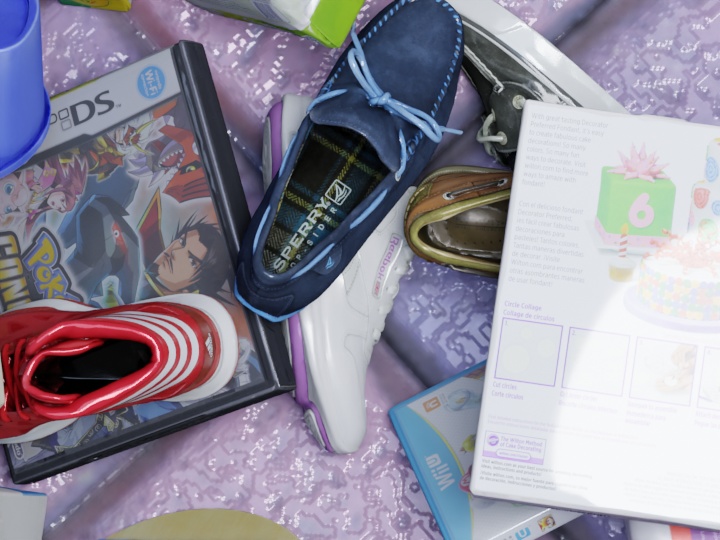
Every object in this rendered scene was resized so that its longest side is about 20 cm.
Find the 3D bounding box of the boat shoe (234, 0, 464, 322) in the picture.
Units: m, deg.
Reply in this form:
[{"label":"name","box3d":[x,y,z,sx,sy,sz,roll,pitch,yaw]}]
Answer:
[{"label":"boat shoe","box3d":[0.003,-0.062,1.380,0.084,0.069,0.201,24,76,1]}]

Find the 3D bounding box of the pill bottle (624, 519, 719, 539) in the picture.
[{"label":"pill bottle","box3d":[0.241,0.133,1.377,0.198,0.112,0.113,-10,81,3]}]

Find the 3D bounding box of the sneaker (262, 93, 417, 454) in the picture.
[{"label":"sneaker","box3d":[0.000,0.000,1.438,0.099,0.075,0.202,-3,88,-11]}]

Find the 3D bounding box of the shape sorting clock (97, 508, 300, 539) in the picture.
[{"label":"shape sorting clock","box3d":[-0.106,0.210,1.392,0.199,0.039,0.201,-18,40,16]}]

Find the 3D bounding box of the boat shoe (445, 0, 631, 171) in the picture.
[{"label":"boat shoe","box3d":[0.098,-0.085,1.443,0.200,0.071,0.064,41,86,8]}]

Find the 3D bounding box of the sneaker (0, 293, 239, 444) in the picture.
[{"label":"sneaker","box3d":[-0.175,0.049,1.383,0.199,0.115,0.079,-16,83,25]}]

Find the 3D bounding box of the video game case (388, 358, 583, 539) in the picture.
[{"label":"video game case","box3d":[0.121,0.072,1.395,0.199,0.143,0.018,-28,123,1]}]

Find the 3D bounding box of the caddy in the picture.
[{"label":"caddy","box3d":[-0.249,-0.122,1.436,0.140,0.105,0.200,-11,44,-18]}]

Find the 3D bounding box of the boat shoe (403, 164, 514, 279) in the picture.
[{"label":"boat shoe","box3d":[0.122,-0.019,1.387,0.198,0.068,0.073,-3,104,8]}]

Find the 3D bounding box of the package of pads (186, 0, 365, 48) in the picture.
[{"label":"package of pads","box3d":[-0.026,-0.231,1.440,0.068,0.154,0.201,31,84,-34]}]

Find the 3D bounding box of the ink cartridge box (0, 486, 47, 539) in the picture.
[{"label":"ink cartridge box","box3d":[-0.283,0.140,1.424,0.198,0.116,0.068,7,86,7]}]

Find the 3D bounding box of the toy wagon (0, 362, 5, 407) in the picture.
[{"label":"toy wagon","box3d":[-0.266,0.022,1.379,0.199,0.039,0.156,16,120,36]}]

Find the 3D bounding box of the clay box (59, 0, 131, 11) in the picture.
[{"label":"clay box","box3d":[-0.155,-0.222,1.422,0.047,0.200,0.116,6,82,6]}]

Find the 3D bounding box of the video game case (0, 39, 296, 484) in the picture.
[{"label":"video game case","box3d":[-0.141,-0.003,1.445,0.180,0.025,0.201,-20,79,24]}]

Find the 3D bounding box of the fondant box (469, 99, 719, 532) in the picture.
[{"label":"fondant box","box3d":[0.139,0.025,1.312,0.143,0.058,0.202,8,85,6]}]
